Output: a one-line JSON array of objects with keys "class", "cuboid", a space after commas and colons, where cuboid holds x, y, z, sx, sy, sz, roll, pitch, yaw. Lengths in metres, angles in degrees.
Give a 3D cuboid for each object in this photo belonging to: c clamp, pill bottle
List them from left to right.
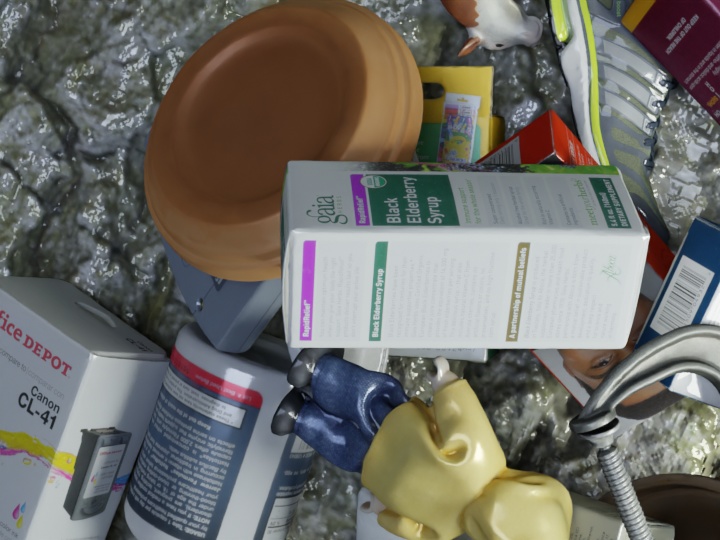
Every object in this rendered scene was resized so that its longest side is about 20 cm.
[{"class": "pill bottle", "cuboid": [-0.101, 0.148, 1.017, 0.119, 0.120, 0.201, 21, 99, 13]}, {"class": "c clamp", "cuboid": [0.181, 0.138, 0.824, 0.170, 0.027, 0.201, -18, 95, -4]}]

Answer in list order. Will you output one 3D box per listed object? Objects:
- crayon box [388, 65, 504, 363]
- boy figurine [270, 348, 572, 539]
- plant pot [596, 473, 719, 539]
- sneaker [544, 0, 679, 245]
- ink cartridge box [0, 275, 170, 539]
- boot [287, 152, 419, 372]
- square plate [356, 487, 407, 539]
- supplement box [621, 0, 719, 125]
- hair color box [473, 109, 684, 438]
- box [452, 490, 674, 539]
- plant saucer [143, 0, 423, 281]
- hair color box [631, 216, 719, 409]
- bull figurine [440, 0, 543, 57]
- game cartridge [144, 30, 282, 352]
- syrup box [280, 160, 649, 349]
[{"class": "crayon box", "cuboid": [0.035, -0.041, 1.002, 0.125, 0.052, 0.201, 3, 95, 16]}, {"class": "boy figurine", "cuboid": [0.043, 0.111, 0.875, 0.199, 0.064, 0.125, 28, 118, 19]}, {"class": "plant pot", "cuboid": [0.224, 0.235, 0.926, 0.200, 0.092, 0.202, -11, 73, 41]}, {"class": "sneaker", "cuboid": [0.179, -0.112, 0.948, 0.081, 0.074, 0.201, -14, 93, 11]}, {"class": "ink cartridge box", "cuboid": [-0.242, 0.122, 1.053, 0.147, 0.085, 0.201, 29, 103, 35]}, {"class": "boot", "cuboid": [0.000, 0.000, 0.930, 0.073, 0.095, 0.201, -6, 92, -28]}, {"class": "square plate", "cuboid": [0.067, 0.262, 0.944, 0.198, 0.028, 0.201, 30, 138, 30]}, {"class": "supplement box", "cuboid": [0.277, -0.132, 0.887, 0.110, 0.086, 0.200, -39, 83, -18]}, {"class": "hair color box", "cuboid": [0.143, 0.006, 0.918, 0.101, 0.061, 0.200, -35, 115, 23]}, {"class": "box", "cuboid": [0.100, 0.176, 0.943, 0.199, 0.068, 0.083, 15, 91, 43]}, {"class": "plant saucer", "cuboid": [-0.057, -0.091, 0.907, 0.199, 0.037, 0.201, -12, 62, 23]}, {"class": "hair color box", "cuboid": [0.278, 0.050, 0.886, 0.199, 0.061, 0.100, 20, 100, -19]}, {"class": "bull figurine", "cuboid": [0.065, -0.238, 0.945, 0.065, 0.121, 0.201, -32, 88, -29]}, {"class": "game cartridge", "cuboid": [-0.093, -0.051, 0.986, 0.133, 0.041, 0.201, -56, 45, 39]}, {"class": "syrup box", "cuboid": [0.054, -0.009, 0.818, 0.199, 0.079, 0.082, 1, 122, -5]}]
